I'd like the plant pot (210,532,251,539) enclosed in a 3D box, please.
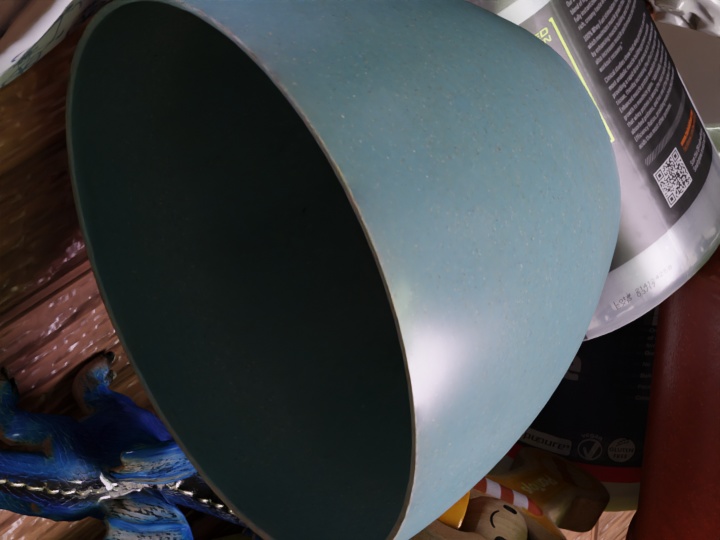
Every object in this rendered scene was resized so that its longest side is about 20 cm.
[{"bbox_3d":[-0.033,0.182,1.007,0.199,0.187,0.188,17,97,-45],"label":"plant pot"}]

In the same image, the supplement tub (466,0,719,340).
[{"bbox_3d":[0.056,-0.080,0.937,0.123,0.122,0.200,-47,123,-28],"label":"supplement tub"}]

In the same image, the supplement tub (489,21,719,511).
[{"bbox_3d":[0.118,-0.003,1.120,0.140,0.140,0.201,-26,132,-48],"label":"supplement tub"}]

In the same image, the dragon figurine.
[{"bbox_3d":[-0.091,0.079,0.887,0.200,0.099,0.059,-8,118,-56],"label":"dragon figurine"}]

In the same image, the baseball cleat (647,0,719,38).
[{"bbox_3d":[0.205,-0.140,1.231,0.107,0.069,0.200,-66,154,-7],"label":"baseball cleat"}]

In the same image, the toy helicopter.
[{"bbox_3d":[0.069,0.105,0.993,0.079,0.132,0.200,-66,163,12],"label":"toy helicopter"}]

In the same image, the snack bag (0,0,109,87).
[{"bbox_3d":[-0.052,-0.126,0.754,0.200,0.021,0.188,-46,-173,-25],"label":"snack bag"}]

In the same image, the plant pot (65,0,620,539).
[{"bbox_3d":[0.009,-0.019,0.814,0.134,0.200,0.201,-25,134,-29],"label":"plant pot"}]

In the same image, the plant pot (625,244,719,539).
[{"bbox_3d":[0.202,0.073,1.013,0.200,0.200,0.196,-30,125,-46],"label":"plant pot"}]
